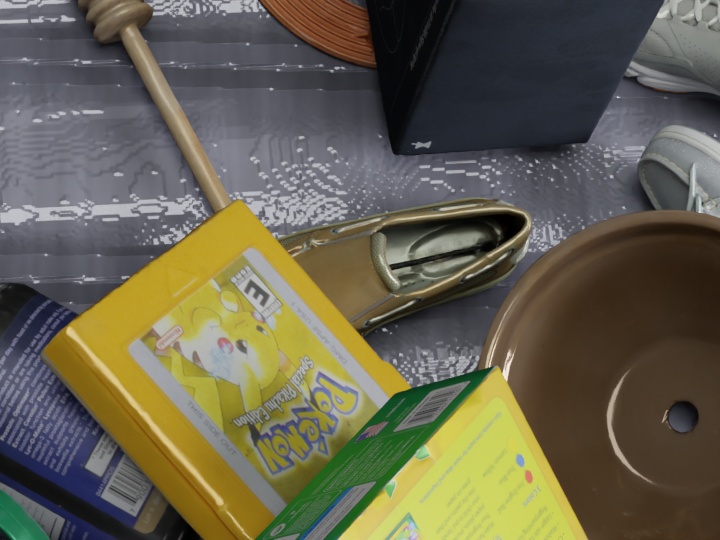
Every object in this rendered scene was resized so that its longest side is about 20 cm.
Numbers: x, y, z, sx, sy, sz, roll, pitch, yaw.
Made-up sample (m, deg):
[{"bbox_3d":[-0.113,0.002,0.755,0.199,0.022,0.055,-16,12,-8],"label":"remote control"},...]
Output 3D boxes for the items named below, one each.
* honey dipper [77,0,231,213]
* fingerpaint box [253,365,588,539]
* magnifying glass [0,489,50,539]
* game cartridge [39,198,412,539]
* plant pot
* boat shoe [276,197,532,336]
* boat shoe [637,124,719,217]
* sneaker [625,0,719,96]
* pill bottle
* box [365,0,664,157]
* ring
[{"bbox_3d":[-0.109,-0.091,1.587,0.038,0.038,0.200,-23,77,-17],"label":"honey dipper"},{"bbox_3d":[0.031,0.169,1.349,0.200,0.073,0.167,-44,111,-49],"label":"fingerpaint box"},{"bbox_3d":[-0.145,0.196,1.433,0.022,0.080,0.200,-34,95,-32],"label":"magnifying glass"},{"bbox_3d":[-0.044,0.073,1.429,0.200,0.032,0.176,47,37,2],"label":"game cartridge"},{"bbox_3d":[0.166,0.074,1.513,0.200,0.093,0.201,-2,79,13],"label":"plant pot"},{"bbox_3d":[0.000,0.000,1.537,0.200,0.076,0.072,-23,86,-16],"label":"boat shoe"},{"bbox_3d":[0.215,0.009,1.577,0.065,0.074,0.202,-29,82,-23],"label":"boat shoe"},{"bbox_3d":[0.214,-0.135,1.623,0.200,0.092,0.076,32,66,5],"label":"sneaker"},{"bbox_3d":[-0.165,0.076,1.466,0.200,0.112,0.112,30,67,3],"label":"pill bottle"},{"bbox_3d":[0.074,-0.194,1.546,0.124,0.200,0.197,-3,69,-11],"label":"box"},{"bbox_3d":[0.022,-0.211,1.664,0.200,0.019,0.201,4,67,-8],"label":"ring"}]
